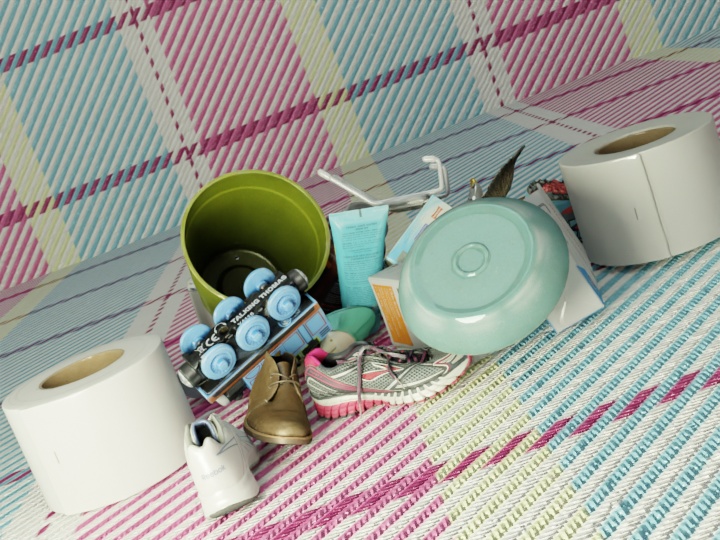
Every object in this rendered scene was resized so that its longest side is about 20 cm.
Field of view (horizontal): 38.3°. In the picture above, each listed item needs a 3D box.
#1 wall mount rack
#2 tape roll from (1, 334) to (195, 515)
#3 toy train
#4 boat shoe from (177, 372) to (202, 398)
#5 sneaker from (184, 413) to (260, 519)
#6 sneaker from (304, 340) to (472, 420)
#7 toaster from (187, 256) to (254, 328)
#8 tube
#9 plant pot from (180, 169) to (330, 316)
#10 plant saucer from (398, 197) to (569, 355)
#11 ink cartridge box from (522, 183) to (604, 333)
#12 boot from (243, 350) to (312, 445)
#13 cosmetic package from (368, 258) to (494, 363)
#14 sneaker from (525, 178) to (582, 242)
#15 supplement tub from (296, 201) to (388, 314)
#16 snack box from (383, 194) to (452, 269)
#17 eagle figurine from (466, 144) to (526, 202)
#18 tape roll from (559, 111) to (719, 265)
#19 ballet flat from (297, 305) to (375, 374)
[{"bbox_3d":[0.038,-0.120,1.493,0.174,0.075,0.200,-9,-1,9],"label":"wall mount rack"},{"bbox_3d":[-0.308,0.179,1.249,0.203,0.139,0.203,-19,12,4],"label":"tape roll"},{"bbox_3d":[-0.133,0.086,1.291,0.200,0.114,0.087,-43,42,-13],"label":"toy train"},{"bbox_3d":[-0.157,0.119,1.452,0.202,0.075,0.086,-27,3,0],"label":"boat shoe"},{"bbox_3d":[-0.151,0.186,1.096,0.074,0.087,0.200,-24,12,-9],"label":"sneaker"},{"bbox_3d":[0.029,0.110,1.161,0.200,0.075,0.081,-15,13,17],"label":"sneaker"},{"bbox_3d":[-0.185,0.047,1.631,0.200,0.129,0.114,-28,14,-29],"label":"toaster"},{"bbox_3d":[0.000,0.000,1.372,0.077,0.200,0.050,-13,42,-14],"label":"tube"},{"bbox_3d":[-0.158,-0.010,1.468,0.200,0.200,0.193,-25,-14,-21],"label":"plant pot"},{"bbox_3d":[0.127,-0.005,1.137,0.200,0.036,0.200,-14,55,21],"label":"plant saucer"},{"bbox_3d":[0.225,-0.020,1.254,0.067,0.116,0.200,-34,14,16],"label":"ink cartridge box"},{"bbox_3d":[-0.094,0.144,1.178,0.074,0.076,0.200,8,9,-14],"label":"boot"},{"bbox_3d":[0.097,0.044,1.273,0.071,0.102,0.200,-26,13,-23],"label":"cosmetic package"},{"bbox_3d":[0.312,-0.080,1.504,0.200,0.096,0.079,0,31,-26],"label":"sneaker"},{"bbox_3d":[-0.030,-0.013,1.513,0.107,0.107,0.200,-31,-16,-39],"label":"supplement tub"},{"bbox_3d":[0.063,-0.023,1.477,0.116,0.037,0.200,-53,-2,-19],"label":"snack box"},{"bbox_3d":[0.191,-0.082,1.536,0.200,0.151,0.152,-21,0,31],"label":"eagle figurine"},{"bbox_3d":[0.375,-0.107,1.352,0.203,0.139,0.203,-19,13,5],"label":"tape roll"},{"bbox_3d":[-0.067,0.110,1.368,0.200,0.067,0.070,-20,37,1],"label":"ballet flat"}]
